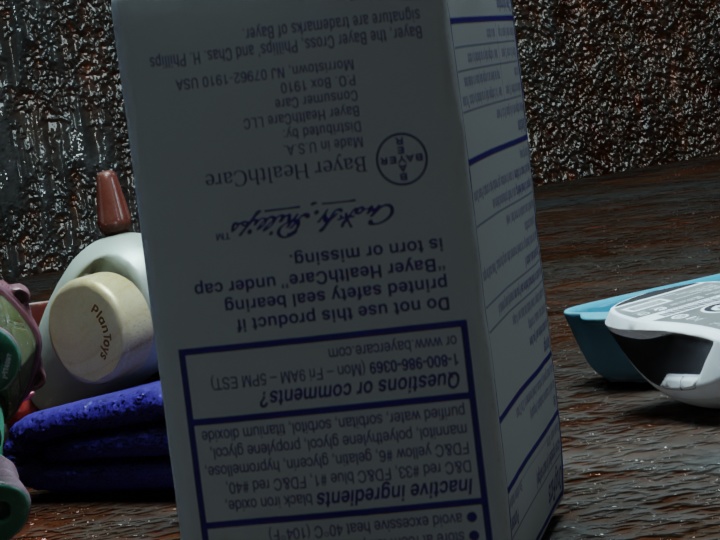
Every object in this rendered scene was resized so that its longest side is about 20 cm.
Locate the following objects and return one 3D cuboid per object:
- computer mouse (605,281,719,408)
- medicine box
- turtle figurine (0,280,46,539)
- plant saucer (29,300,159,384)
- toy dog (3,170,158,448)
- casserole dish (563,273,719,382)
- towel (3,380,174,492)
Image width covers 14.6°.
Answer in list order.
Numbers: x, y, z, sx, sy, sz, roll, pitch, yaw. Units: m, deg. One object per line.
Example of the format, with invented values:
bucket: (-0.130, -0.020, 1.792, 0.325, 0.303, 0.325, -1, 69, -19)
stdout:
computer mouse: (0.174, 0.038, 1.169, 0.109, 0.044, 0.200, -15, 12, -23)
medicine box: (0.000, 0.000, 0.913, 0.102, 0.201, 0.182, -6, 4, 10)
turtle figurine: (-0.181, 0.036, 1.176, 0.100, 0.150, 0.200, -24, 22, -11)
plant saucer: (-0.052, 0.035, 1.472, 0.198, 0.037, 0.200, -8, -11, 20)
toy dog: (-0.147, 0.022, 1.332, 0.199, 0.097, 0.132, -23, -9, 19)
casserole dish: (0.191, 0.023, 1.366, 0.199, 0.039, 0.121, -11, 4, -38)
towel: (-0.045, 0.064, 1.269, 0.199, 0.050, 0.147, -13, -2, -42)
